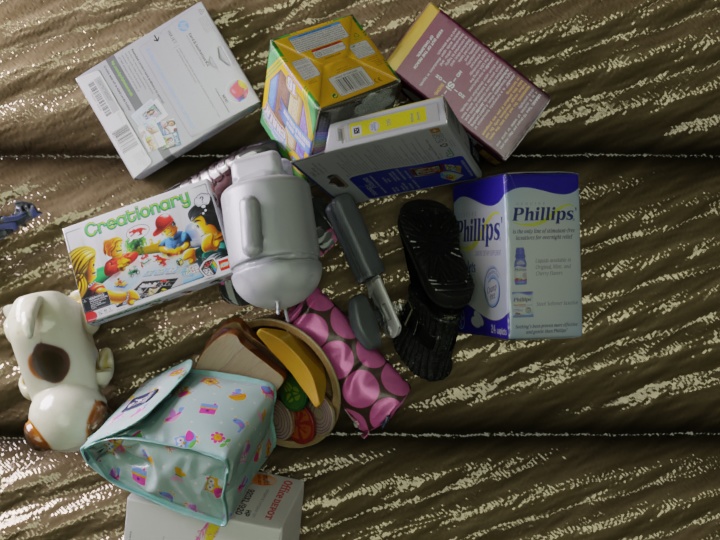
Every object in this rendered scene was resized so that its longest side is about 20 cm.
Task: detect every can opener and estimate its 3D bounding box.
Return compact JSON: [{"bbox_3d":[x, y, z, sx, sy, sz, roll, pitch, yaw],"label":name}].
[{"bbox_3d":[0.000,0.000,1.381,0.066,0.053,0.202,-17,83,-24],"label":"can opener"}]

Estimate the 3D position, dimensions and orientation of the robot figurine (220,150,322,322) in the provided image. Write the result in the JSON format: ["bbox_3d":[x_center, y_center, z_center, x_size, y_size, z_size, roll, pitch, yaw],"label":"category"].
[{"bbox_3d":[-0.108,-0.040,1.298,0.111,0.169,0.203,-13,78,17],"label":"robot figurine"}]

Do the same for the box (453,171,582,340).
[{"bbox_3d":[0.196,-0.018,1.354,0.103,0.184,0.203,-1,90,-16],"label":"box"}]

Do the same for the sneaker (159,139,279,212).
[{"bbox_3d":[-0.171,-0.087,1.408,0.198,0.076,0.116,-25,101,24],"label":"sneaker"}]

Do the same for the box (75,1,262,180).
[{"bbox_3d":[-0.256,-0.240,1.427,0.199,0.041,0.157,-32,91,1],"label":"box"}]

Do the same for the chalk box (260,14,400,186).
[{"bbox_3d":[-0.046,-0.201,1.362,0.123,0.201,0.124,-23,66,-24],"label":"chalk box"}]

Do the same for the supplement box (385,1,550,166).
[{"bbox_3d":[0.134,-0.239,1.389,0.199,0.131,0.104,38,91,0],"label":"supplement box"}]

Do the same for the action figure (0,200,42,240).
[{"bbox_3d":[-0.535,-0.065,1.417,0.198,0.104,0.196,-23,99,-26],"label":"action figure"}]

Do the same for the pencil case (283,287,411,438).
[{"bbox_3d":[-0.026,0.122,1.413,0.094,0.091,0.200,-42,89,3],"label":"pencil case"}]

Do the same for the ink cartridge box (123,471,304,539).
[{"bbox_3d":[-0.185,0.342,1.354,0.197,0.147,0.147,10,104,7],"label":"ink cartridge box"}]

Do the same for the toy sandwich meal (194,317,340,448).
[{"bbox_3d":[-0.120,0.150,1.380,0.203,0.070,0.208,11,115,24],"label":"toy sandwich meal"}]

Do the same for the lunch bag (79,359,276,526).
[{"bbox_3d":[-0.221,0.201,1.310,0.197,0.171,0.123,13,120,14],"label":"lunch bag"}]

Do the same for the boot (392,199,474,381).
[{"bbox_3d":[0.085,0.024,1.410,0.078,0.213,0.159,1,133,-10],"label":"boot"}]

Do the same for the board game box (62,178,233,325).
[{"bbox_3d":[-0.265,-0.023,1.341,0.198,0.035,0.128,-19,79,2],"label":"board game box"}]

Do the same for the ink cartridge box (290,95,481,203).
[{"bbox_3d":[0.036,-0.144,1.333,0.197,0.197,0.048,-9,75,16],"label":"ink cartridge box"}]

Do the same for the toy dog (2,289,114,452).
[{"bbox_3d":[-0.376,0.130,1.360,0.138,0.194,0.203,-11,84,-13],"label":"toy dog"}]

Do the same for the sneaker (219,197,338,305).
[{"bbox_3d":[-0.115,-0.025,1.416,0.199,0.086,0.081,-34,94,-22],"label":"sneaker"}]
